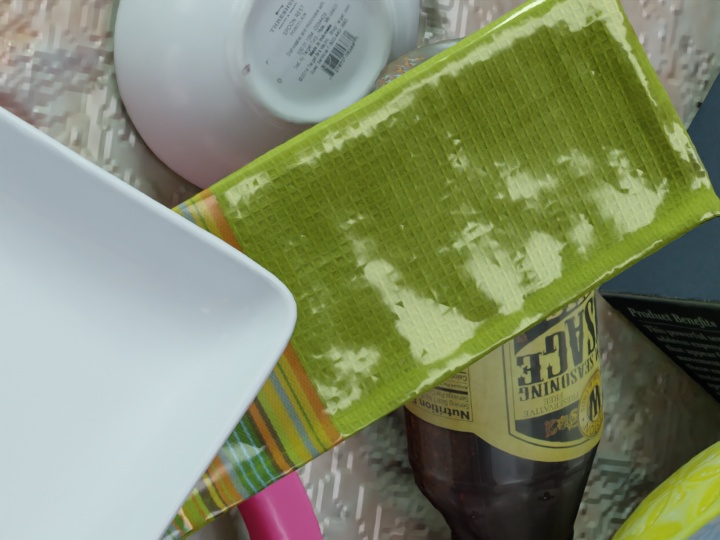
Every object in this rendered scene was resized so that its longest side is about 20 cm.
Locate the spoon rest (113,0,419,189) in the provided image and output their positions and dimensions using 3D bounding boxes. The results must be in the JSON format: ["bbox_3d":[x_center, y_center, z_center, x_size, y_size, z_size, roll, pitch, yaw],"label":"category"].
[{"bbox_3d":[0.001,-0.111,0.833,0.099,0.061,0.200,39,85,-29],"label":"spoon rest"}]

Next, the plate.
[{"bbox_3d":[-0.148,0.039,0.707,0.200,0.032,0.200,32,75,-1],"label":"plate"}]

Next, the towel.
[{"bbox_3d":[0.000,0.000,0.764,0.200,0.018,0.086,-31,110,-5],"label":"towel"}]

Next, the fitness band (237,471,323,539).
[{"bbox_3d":[-0.095,0.080,0.779,0.200,0.037,0.144,39,70,-27],"label":"fitness band"}]

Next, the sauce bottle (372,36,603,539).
[{"bbox_3d":[0.043,0.030,0.841,0.066,0.066,0.200,-26,123,-30],"label":"sauce bottle"}]

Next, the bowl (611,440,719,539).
[{"bbox_3d":[0.149,0.116,0.861,0.200,0.108,0.200,-3,115,-6],"label":"bowl"}]

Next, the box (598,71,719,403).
[{"bbox_3d":[0.206,0.006,0.941,0.200,0.107,0.148,41,71,-30],"label":"box"}]
